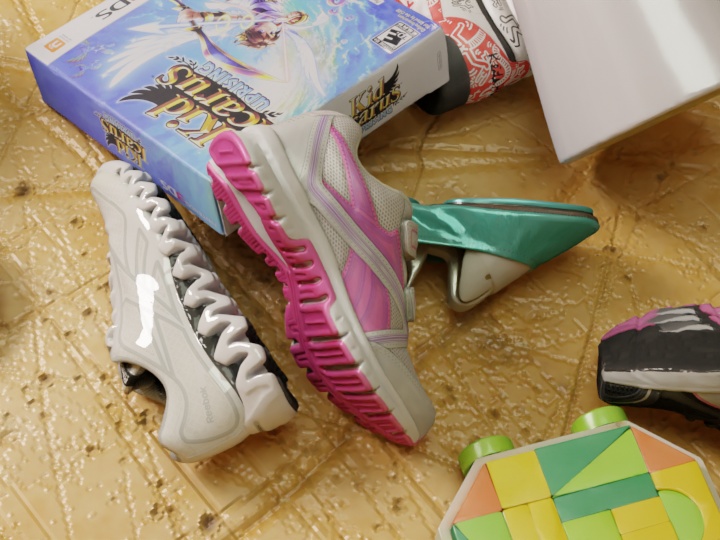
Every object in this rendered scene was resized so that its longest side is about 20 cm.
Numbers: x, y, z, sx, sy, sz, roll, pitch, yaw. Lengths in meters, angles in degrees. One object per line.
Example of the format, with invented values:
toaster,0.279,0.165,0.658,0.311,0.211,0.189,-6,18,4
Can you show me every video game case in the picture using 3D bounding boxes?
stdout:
video game case,-0.078,-0.127,0.874,0.181,0.046,0.199,-37,50,-23

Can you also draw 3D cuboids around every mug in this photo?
mug,0.157,-0.163,0.875,0.148,0.187,0.154,-25,89,-2

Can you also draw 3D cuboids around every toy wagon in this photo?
toy wagon,0.100,0.157,0.745,0.198,0.040,0.156,-12,59,-12

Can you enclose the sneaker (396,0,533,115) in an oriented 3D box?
sneaker,0.047,-0.196,0.950,0.107,0.067,0.202,-21,63,-22

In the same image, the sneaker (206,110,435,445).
sneaker,0.000,0.000,0.768,0.088,0.081,0.202,-31,107,-24

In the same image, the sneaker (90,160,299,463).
sneaker,-0.114,0.019,0.799,0.081,0.075,0.201,-33,59,-2

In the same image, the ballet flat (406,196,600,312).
ballet flat,0.040,-0.012,0.841,0.198,0.067,0.071,6,81,0

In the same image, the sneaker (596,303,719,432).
sneaker,0.227,0.075,0.787,0.198,0.087,0.080,2,25,21
